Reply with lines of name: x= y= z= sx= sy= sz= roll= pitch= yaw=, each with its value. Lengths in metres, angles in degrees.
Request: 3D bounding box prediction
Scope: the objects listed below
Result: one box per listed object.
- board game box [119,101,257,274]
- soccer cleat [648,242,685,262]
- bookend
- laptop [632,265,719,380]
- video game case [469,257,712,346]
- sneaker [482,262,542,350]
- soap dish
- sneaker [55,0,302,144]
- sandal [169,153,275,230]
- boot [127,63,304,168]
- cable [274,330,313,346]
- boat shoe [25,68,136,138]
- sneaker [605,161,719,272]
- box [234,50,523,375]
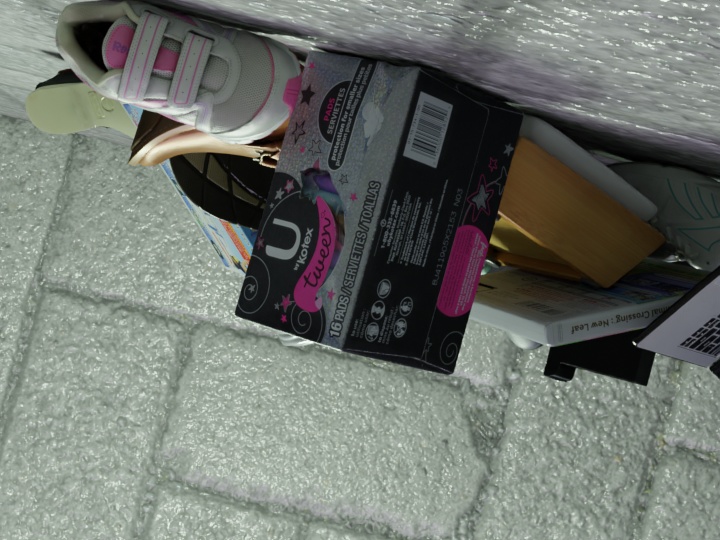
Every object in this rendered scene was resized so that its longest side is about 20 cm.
board game box: x=-0.130 y=-0.090 z=1.594 sx=0.200 sy=0.056 sz=0.196 roll=59 pitch=167 yaw=-13
soccer cleat: x=0.219 y=-0.038 z=1.538 sx=0.200 sy=0.070 sz=0.086 roll=1 pitch=-158 yaw=24
bookend: x=0.321 y=0.042 z=1.852 sx=0.200 sy=0.199 sz=0.092 roll=13 pitch=177 yaw=21
laptop: x=0.340 y=0.050 z=1.279 sx=0.200 sy=0.187 sz=0.116 roll=16 pitch=-143 yaw=-52
video game case: x=0.177 y=0.019 z=1.375 sx=0.182 sy=0.022 sz=0.200 roll=-10 pitch=-169 yaw=-22
sneaker: x=0.099 y=-0.015 z=1.507 sx=0.087 sy=0.200 sz=0.074 roll=-27 pitch=-172 yaw=-40
soap dish: x=0.121 y=-0.057 z=1.375 sx=0.157 sy=0.081 sz=0.200 roll=33 pitch=172 yaw=-27
sneaker: x=-0.135 y=-0.141 z=1.218 sx=0.200 sy=0.082 sz=0.088 roll=13 pitch=-179 yaw=28
sandal: x=-0.081 y=-0.073 z=1.480 sx=0.201 sy=0.080 sz=0.057 roll=29 pitch=-164 yaw=-30
boot: x=-0.087 y=-0.104 z=1.361 sx=0.154 sy=0.074 sz=0.200 roll=23 pitch=156 yaw=-22
cable: x=0.000 y=0.000 z=1.606 sx=0.200 sy=0.069 sz=0.200 roll=-35 pitch=-170 yaw=-38
boat shoe: x=-0.250 y=-0.178 z=1.824 sx=0.201 sy=0.074 sz=0.063 roll=4 pitch=-148 yaw=22
sneaker: x=0.271 y=-0.037 z=1.392 sx=0.200 sy=0.080 sz=0.070 roll=16 pitch=-178 yaw=16
box: x=0.012 y=-0.041 z=1.245 sx=0.115 sy=0.201 sz=0.132 roll=14 pitch=179 yaw=42
